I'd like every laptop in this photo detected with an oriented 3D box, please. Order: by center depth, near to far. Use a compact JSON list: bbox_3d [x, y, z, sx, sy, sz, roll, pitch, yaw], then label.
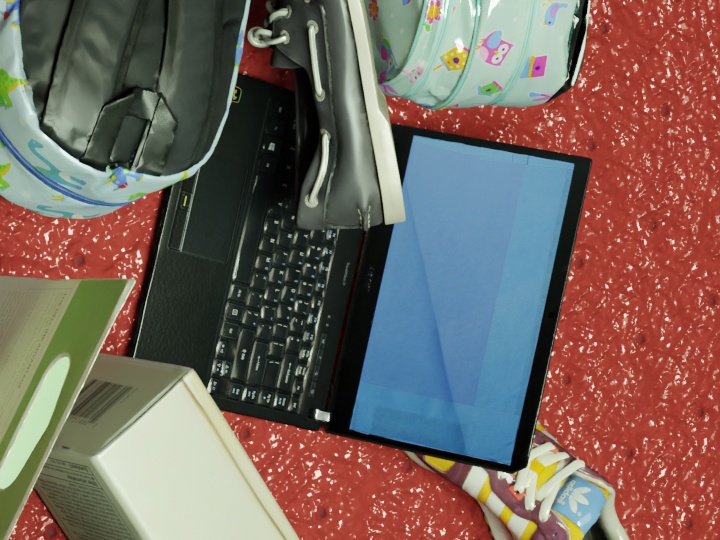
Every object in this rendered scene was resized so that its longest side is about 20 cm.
[{"bbox_3d":[0.000,0.000,1.223,0.200,0.103,0.178,16,84,-35],"label":"laptop"}]

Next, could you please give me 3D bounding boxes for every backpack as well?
[{"bbox_3d":[-0.128,-0.125,1.108,0.163,0.154,0.201,16,56,-42],"label":"backpack"},{"bbox_3d":[0.059,-0.186,1.233,0.126,0.167,0.201,0,97,-15],"label":"backpack"}]

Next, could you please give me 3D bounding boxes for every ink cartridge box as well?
[{"bbox_3d":[-0.164,0.073,1.052,0.048,0.200,0.146,34,72,-31],"label":"ink cartridge box"}]

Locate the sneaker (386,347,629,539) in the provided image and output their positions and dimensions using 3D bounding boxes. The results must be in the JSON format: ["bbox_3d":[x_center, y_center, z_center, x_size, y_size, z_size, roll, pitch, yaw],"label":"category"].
[{"bbox_3d":[0.094,0.112,1.305,0.200,0.090,0.075,48,67,-28],"label":"sneaker"}]

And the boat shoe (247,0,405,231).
[{"bbox_3d":[-0.025,-0.115,1.175,0.062,0.073,0.201,-12,103,2],"label":"boat shoe"}]

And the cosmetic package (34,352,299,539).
[{"bbox_3d":[-0.086,0.144,1.175,0.073,0.103,0.200,-42,117,-26],"label":"cosmetic package"}]
